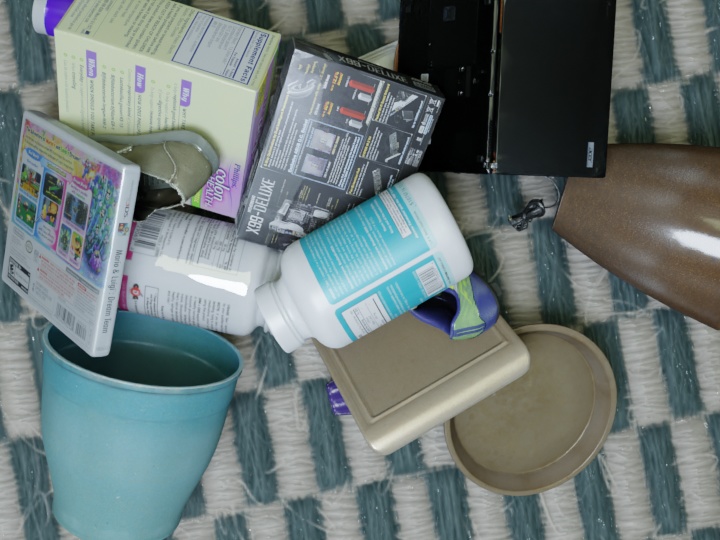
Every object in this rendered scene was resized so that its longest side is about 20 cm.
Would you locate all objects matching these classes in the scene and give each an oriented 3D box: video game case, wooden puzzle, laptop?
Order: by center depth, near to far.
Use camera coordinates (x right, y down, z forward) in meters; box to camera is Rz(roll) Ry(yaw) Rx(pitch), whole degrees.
[{"bbox_3d":[-0.286,-0.041,0.893,0.199,0.023,0.185,28,110,40],"label":"video game case"},{"bbox_3d":[0.140,-0.187,0.929,0.102,0.198,0.181,-5,99,-47],"label":"laptop"},{"bbox_3d":[0.056,0.079,0.966,0.183,0.201,0.037,-29,135,-4],"label":"wooden puzzle"}]

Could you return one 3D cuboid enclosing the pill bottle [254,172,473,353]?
[{"bbox_3d":[0.000,0.000,0.879,0.198,0.111,0.112,-29,91,1],"label":"pill bottle"}]

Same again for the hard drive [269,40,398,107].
[{"bbox_3d":[-0.003,-0.158,1.019,0.197,0.038,0.142,-23,91,-3],"label":"hard drive"}]

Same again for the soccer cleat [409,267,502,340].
[{"bbox_3d":[0.060,0.004,0.955,0.083,0.200,0.066,-23,132,-30],"label":"soccer cleat"}]

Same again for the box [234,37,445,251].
[{"bbox_3d":[-0.024,-0.107,0.915,0.155,0.050,0.203,14,113,-15],"label":"box"}]

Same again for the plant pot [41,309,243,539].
[{"bbox_3d":[-0.233,0.163,0.937,0.197,0.200,0.191,13,104,-2],"label":"plant pot"}]

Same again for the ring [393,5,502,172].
[{"bbox_3d":[0.124,-0.206,1.010,0.197,0.019,0.204,2,85,-20],"label":"ring"}]

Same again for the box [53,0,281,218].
[{"bbox_3d":[-0.195,-0.171,0.932,0.197,0.177,0.098,17,48,-1],"label":"box"}]

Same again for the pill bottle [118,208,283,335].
[{"bbox_3d":[-0.155,0.004,0.972,0.196,0.113,0.115,13,89,-2],"label":"pill bottle"}]

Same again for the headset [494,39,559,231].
[{"bbox_3d":[0.176,-0.150,0.990,0.121,0.094,0.203,2,69,-16],"label":"headset"}]

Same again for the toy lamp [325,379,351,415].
[{"bbox_3d":[0.060,0.113,1.009,0.197,0.058,0.059,-15,90,-3],"label":"toy lamp"}]

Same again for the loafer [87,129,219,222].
[{"bbox_3d":[-0.232,-0.089,0.900,0.197,0.070,0.076,-7,135,31],"label":"loafer"}]

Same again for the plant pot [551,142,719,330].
[{"bbox_3d":[0.311,-0.058,0.975,0.197,0.187,0.190,18,89,11],"label":"plant pot"}]

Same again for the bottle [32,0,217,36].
[{"bbox_3d":[-0.247,-0.259,0.985,0.196,0.084,0.067,11,89,-3],"label":"bottle"}]

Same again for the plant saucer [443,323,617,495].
[{"bbox_3d":[0.182,0.149,1.000,0.196,0.030,0.204,-4,109,-10],"label":"plant saucer"}]
